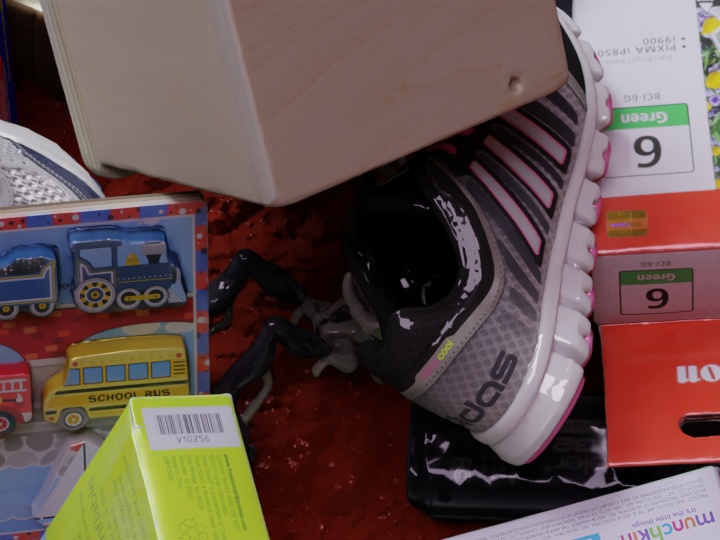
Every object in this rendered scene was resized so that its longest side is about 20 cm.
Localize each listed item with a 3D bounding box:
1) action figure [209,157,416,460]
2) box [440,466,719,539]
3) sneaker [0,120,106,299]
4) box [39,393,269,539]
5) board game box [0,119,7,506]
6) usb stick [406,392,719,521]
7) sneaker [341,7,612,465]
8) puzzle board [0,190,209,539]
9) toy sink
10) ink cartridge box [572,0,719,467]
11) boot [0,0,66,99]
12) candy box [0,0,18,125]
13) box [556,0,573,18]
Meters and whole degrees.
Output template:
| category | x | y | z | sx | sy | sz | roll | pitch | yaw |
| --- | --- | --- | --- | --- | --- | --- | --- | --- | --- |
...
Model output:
| category | x | y | z | sx | sy | sz | roll | pitch | yaw |
| --- | --- | --- | --- | --- | --- | --- | --- | --- | --- |
| action figure | 0.000 | 0.000 | 1.013 | 0.199 | 0.102 | 0.119 | -27 | 47 | -4 |
| box | 0.061 | 0.189 | 0.922 | 0.199 | 0.097 | 0.177 | -16 | 65 | -1 |
| sneaker | -0.185 | -0.030 | 0.913 | 0.199 | 0.085 | 0.077 | 19 | 96 | -2 |
| box | -0.087 | 0.147 | 0.925 | 0.047 | 0.200 | 0.122 | -1 | 58 | -28 |
| board game box | -0.187 | -0.009 | 0.977 | 0.200 | 0.034 | 0.136 | 38 | 97 | -3 |
| usb stick | 0.118 | 0.076 | 1.005 | 0.199 | 0.033 | 0.056 | 1 | 72 | 7 |
| sneaker | 0.039 | -0.029 | 0.942 | 0.087 | 0.074 | 0.201 | 20 | 56 | -24 |
| puzzle board | -0.153 | 0.046 | 0.924 | 0.199 | 0.151 | 0.017 | -5 | 34 | -9 |
| toy sink | -0.040 | -0.101 | 0.923 | 0.130 | 0.113 | 0.200 | -24 | 22 | -29 |
| ink cartridge box | 0.140 | -0.022 | 0.968 | 0.108 | 0.050 | 0.201 | -3 | 52 | 5 |
| boot | -0.066 | -0.143 | 1.103 | 0.199 | 0.073 | 0.156 | 14 | 68 | 11 |
| candy box | -0.247 | -0.074 | 1.032 | 0.199 | 0.077 | 0.170 | -6 | 92 | 5 |
| box | 0.186 | -0.089 | 1.066 | 0.199 | 0.044 | 0.161 | -26 | 65 | -6 |
